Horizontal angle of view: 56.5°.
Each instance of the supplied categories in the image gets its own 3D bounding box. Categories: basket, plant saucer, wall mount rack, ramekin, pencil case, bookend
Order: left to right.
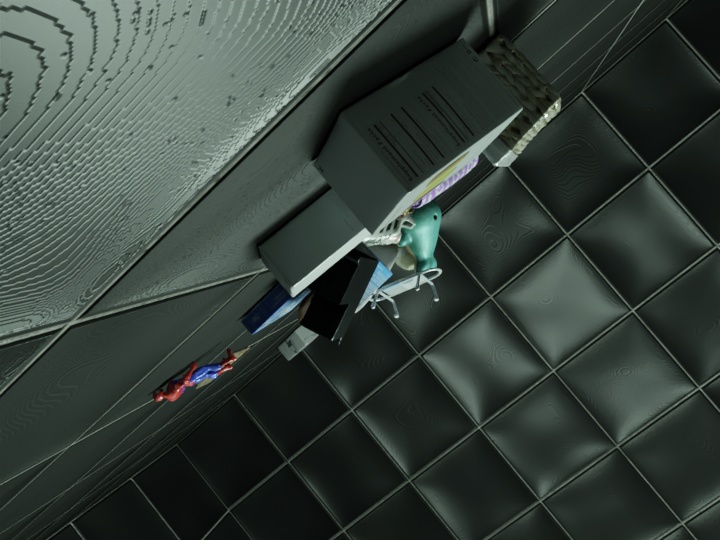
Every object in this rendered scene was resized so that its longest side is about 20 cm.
[{"bbox_3d":[-0.094,0.037,1.632,0.201,0.032,0.200,-54,-173,10],"label":"plant saucer"},{"bbox_3d":[-0.060,0.046,1.317,0.201,0.092,0.199,-65,169,4],"label":"bookend"},{"bbox_3d":[0.000,0.000,1.681,0.203,0.094,0.202,-53,-172,10],"label":"ramekin"},{"bbox_3d":[0.104,0.054,1.614,0.199,0.075,0.174,-24,157,18],"label":"wall mount rack"},{"bbox_3d":[0.151,-0.200,1.310,0.200,0.084,0.086,-40,142,-33],"label":"pencil case"},{"bbox_3d":[0.205,-0.238,0.962,0.123,0.136,0.200,-43,175,19],"label":"basket"}]

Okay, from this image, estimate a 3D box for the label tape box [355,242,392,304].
[{"bbox_3d":[-0.033,0.040,1.500,0.200,0.066,0.143,-42,160,3],"label":"label tape box"}]

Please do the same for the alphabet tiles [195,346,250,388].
[{"bbox_3d":[-0.413,0.289,1.969,0.167,0.008,0.200,-40,176,3],"label":"alphabet tiles"}]

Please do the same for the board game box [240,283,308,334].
[{"bbox_3d":[-0.141,0.040,1.463,0.200,0.043,0.199,-42,177,23],"label":"board game box"}]

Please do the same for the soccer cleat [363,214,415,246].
[{"bbox_3d":[0.045,-0.085,1.526,0.200,0.085,0.069,-38,176,-32],"label":"soccer cleat"}]

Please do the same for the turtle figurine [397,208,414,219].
[{"bbox_3d":[0.088,-0.145,1.413,0.200,0.064,0.161,-40,176,-12],"label":"turtle figurine"}]

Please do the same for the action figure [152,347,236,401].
[{"bbox_3d":[-0.366,0.233,1.463,0.200,0.052,0.065,-30,165,-44],"label":"action figure"}]

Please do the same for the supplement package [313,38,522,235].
[{"bbox_3d":[0.064,-0.151,0.757,0.200,0.110,0.114,-38,175,-28],"label":"supplement package"}]

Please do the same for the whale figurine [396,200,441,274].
[{"bbox_3d":[0.153,-0.090,1.641,0.104,0.201,0.159,-6,-168,45],"label":"whale figurine"}]

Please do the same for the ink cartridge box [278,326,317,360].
[{"bbox_3d":[-0.264,0.304,3.021,0.146,0.086,0.200,-38,174,-41],"label":"ink cartridge box"}]

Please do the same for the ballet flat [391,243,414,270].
[{"bbox_3d":[0.095,-0.065,1.762,0.067,0.062,0.200,-48,-147,8],"label":"ballet flat"}]

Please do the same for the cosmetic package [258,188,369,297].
[{"bbox_3d":[-0.049,-0.056,0.987,0.200,0.081,0.113,-38,176,-13],"label":"cosmetic package"}]
